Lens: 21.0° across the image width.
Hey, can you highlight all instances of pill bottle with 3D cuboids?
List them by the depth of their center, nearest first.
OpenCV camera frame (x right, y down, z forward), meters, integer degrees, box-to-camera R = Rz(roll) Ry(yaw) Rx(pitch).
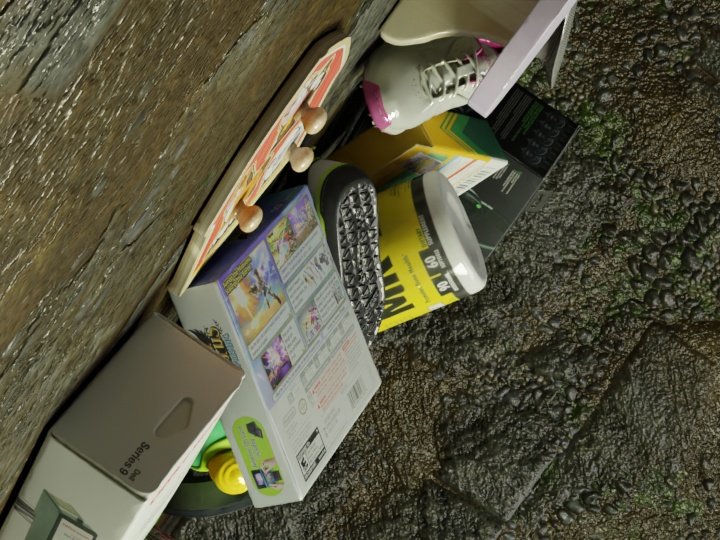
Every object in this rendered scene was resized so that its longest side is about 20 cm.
[{"bbox_3d":[0.000,0.000,1.705,0.200,0.115,0.114,-23,-175,12],"label":"pill bottle"}]

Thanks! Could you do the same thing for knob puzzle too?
[{"bbox_3d":[-0.052,-0.085,1.340,0.220,0.030,0.220,-55,177,-4],"label":"knob puzzle"}]

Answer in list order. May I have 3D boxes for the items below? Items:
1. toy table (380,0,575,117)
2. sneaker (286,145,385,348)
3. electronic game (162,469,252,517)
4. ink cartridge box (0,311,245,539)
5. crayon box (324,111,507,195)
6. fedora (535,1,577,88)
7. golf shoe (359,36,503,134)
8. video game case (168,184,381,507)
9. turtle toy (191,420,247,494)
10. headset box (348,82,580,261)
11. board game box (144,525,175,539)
[{"bbox_3d":[0.116,-0.238,1.579,0.200,0.117,0.184,-54,177,-15],"label":"toy table"},{"bbox_3d":[-0.030,-0.009,1.623,0.072,0.083,0.200,-23,125,-44],"label":"sneaker"},{"bbox_3d":[-0.115,0.141,1.717,0.200,0.200,0.042,-54,136,-35],"label":"electronic game"},{"bbox_3d":[-0.176,0.146,1.360,0.146,0.084,0.200,-53,177,-46],"label":"ink cartridge box"},{"bbox_3d":[0.037,-0.095,1.776,0.126,0.052,0.200,-33,165,23],"label":"crayon box"},{"bbox_3d":[0.143,-0.265,1.728,0.200,0.090,0.177,102,-6,-50],"label":"fedora"},{"bbox_3d":[0.067,-0.169,1.651,0.091,0.075,0.200,-13,-168,28],"label":"golf shoe"},{"bbox_3d":[-0.061,0.054,1.486,0.045,0.182,0.200,-12,-162,23],"label":"video game case"},{"bbox_3d":[-0.109,0.079,1.603,0.200,0.101,0.146,-59,-159,11],"label":"turtle toy"},{"bbox_3d":[0.100,-0.119,1.945,0.093,0.200,0.174,-53,176,-38],"label":"headset box"},{"bbox_3d":[-0.203,0.305,1.650,0.160,0.200,0.097,-56,178,4],"label":"board game box"}]
